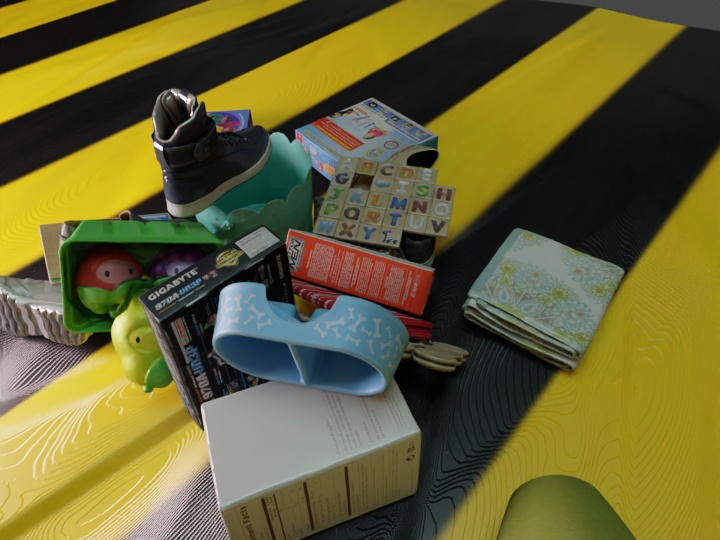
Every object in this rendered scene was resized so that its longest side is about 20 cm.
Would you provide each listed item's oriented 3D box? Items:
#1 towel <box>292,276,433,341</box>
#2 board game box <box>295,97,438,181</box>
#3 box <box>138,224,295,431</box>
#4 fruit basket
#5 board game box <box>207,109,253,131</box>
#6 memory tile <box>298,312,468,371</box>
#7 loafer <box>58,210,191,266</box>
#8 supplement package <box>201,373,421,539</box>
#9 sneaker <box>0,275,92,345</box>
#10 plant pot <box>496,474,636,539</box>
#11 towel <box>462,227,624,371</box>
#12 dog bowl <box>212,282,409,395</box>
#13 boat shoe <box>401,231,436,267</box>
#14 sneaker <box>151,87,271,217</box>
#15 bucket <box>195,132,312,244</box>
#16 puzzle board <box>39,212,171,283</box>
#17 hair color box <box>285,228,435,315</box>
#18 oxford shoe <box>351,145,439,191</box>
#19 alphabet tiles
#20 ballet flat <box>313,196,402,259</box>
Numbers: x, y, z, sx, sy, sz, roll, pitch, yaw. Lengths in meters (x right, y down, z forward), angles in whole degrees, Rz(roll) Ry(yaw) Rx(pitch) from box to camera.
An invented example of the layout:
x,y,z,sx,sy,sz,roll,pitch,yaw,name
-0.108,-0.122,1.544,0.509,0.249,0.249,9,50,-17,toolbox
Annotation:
x,y,z,sx,sy,sz,roll,pitch,yaw,name
-0.018,0.044,0.707,0.197,0.023,0.143,21,5,39,towel
0.010,-0.235,1.054,0.194,0.057,0.200,-29,50,-25,board game box
-0.146,0.070,0.641,0.158,0.203,0.046,-35,53,-29,box
-0.268,0.036,0.708,0.210,0.158,0.217,11,31,-7,fruit basket
-0.281,-0.238,1.077,0.131,0.045,0.203,-4,44,-2,board game box
0.030,0.084,0.685,0.196,0.017,0.153,15,2,18,memory tile
-0.330,-0.050,0.811,0.198,0.074,0.072,-21,45,-42,loafer
-0.050,0.185,0.577,0.196,0.119,0.118,-15,44,-14,supplement package
-0.443,0.048,0.785,0.196,0.076,0.082,17,31,11,sneaker
0.173,0.278,0.450,0.182,0.191,0.201,4,29,7,plant pot
0.254,0.030,0.779,0.169,0.049,0.200,27,51,23,towel
-0.053,0.071,0.540,0.195,0.113,0.050,8,55,13,dog bowl
0.097,-0.084,0.893,0.067,0.057,0.203,2,44,5,boat shoe
-0.194,-0.185,0.752,0.076,0.148,0.203,18,47,22,sneaker
-0.166,-0.105,0.869,0.202,0.137,0.210,-1,43,1,bucket
-0.375,-0.038,0.861,0.196,0.018,0.151,-9,38,-31,puzzle board
0.000,0.000,0.759,0.196,0.063,0.101,17,4,10,hair color box
0.048,-0.149,0.925,0.200,0.071,0.073,-44,21,-19,oxford shoe
0.042,-0.104,0.852,0.195,0.008,0.170,10,54,10,alphabet tiles
-0.024,-0.046,0.860,0.199,0.068,0.075,36,71,30,ballet flat
